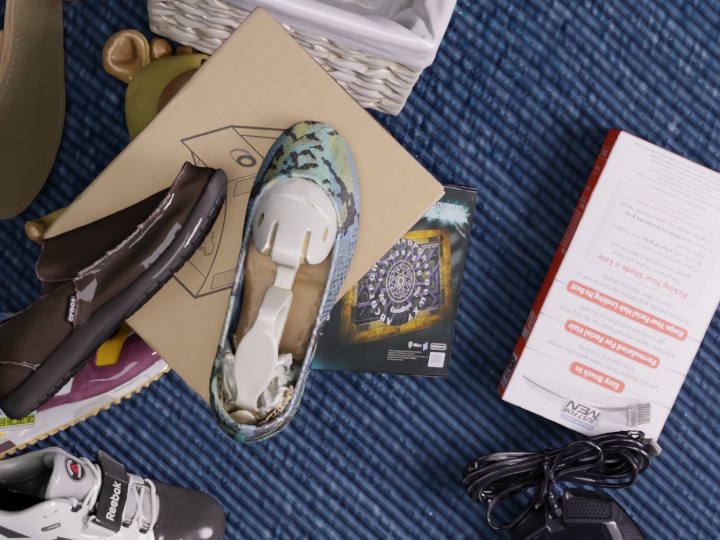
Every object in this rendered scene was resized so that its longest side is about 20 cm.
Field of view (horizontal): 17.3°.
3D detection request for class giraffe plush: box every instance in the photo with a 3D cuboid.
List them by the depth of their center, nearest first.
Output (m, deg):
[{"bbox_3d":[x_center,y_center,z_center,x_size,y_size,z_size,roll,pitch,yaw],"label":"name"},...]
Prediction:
[{"bbox_3d":[-0.114,-0.071,1.585,0.200,0.173,0.162,13,84,34],"label":"giraffe plush"}]

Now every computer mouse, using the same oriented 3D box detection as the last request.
[{"bbox_3d":[0.164,0.199,1.622,0.138,0.053,0.200,-14,106,24],"label":"computer mouse"}]

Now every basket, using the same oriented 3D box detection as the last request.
[{"bbox_3d":[-0.034,-0.200,1.550,0.200,0.123,0.136,19,66,1],"label":"basket"}]

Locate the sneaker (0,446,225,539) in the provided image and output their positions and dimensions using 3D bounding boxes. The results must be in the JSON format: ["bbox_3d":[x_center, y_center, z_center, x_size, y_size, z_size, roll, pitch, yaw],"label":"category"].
[{"bbox_3d":[-0.187,0.161,1.604,0.200,0.089,0.074,2,53,-13],"label":"sneaker"}]

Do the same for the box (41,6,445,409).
[{"bbox_3d":[-0.074,-0.036,1.464,0.163,0.021,0.200,45,95,1],"label":"box"}]

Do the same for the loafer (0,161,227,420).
[{"bbox_3d":[-0.162,0.002,1.423,0.071,0.073,0.200,45,95,-1],"label":"loafer"}]

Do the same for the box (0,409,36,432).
[{"bbox_3d":[-0.327,0.085,1.567,0.200,0.110,0.035,2,92,29],"label":"box"}]

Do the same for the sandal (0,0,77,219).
[{"bbox_3d":[-0.246,-0.142,1.619,0.070,0.078,0.212,9,88,32],"label":"sandal"}]

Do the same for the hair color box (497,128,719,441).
[{"bbox_3d":[0.183,0.016,1.614,0.111,0.064,0.200,24,94,-2],"label":"hair color box"}]

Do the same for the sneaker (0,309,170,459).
[{"bbox_3d":[-0.211,0.058,1.619,0.200,0.075,0.090,-28,100,3],"label":"sneaker"}]

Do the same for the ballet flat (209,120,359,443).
[{"bbox_3d":[-0.045,0.009,1.419,0.074,0.074,0.200,11,94,0],"label":"ballet flat"}]

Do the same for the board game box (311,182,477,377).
[{"bbox_3d":[0.000,0.000,1.560,0.028,0.200,0.135,12,93,39],"label":"board game box"}]
